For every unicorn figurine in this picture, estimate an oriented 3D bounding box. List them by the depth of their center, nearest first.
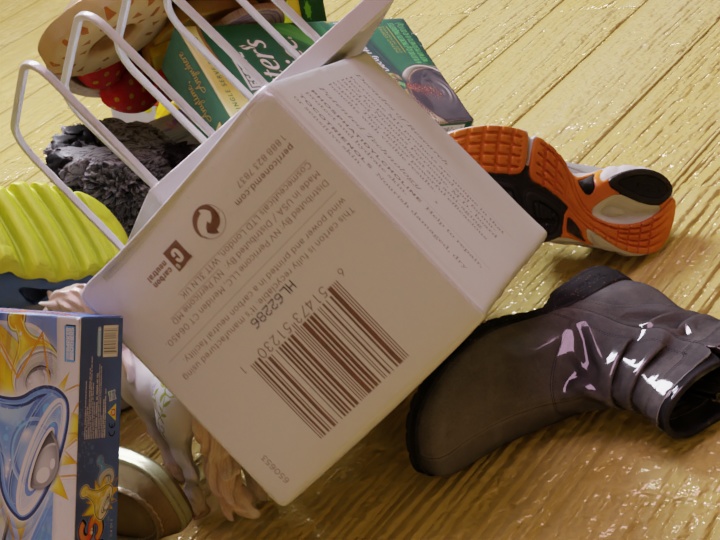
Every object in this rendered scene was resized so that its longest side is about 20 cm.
[{"bbox_3d":[-0.126,0.075,0.984,0.200,0.138,0.074,8,41,46],"label":"unicorn figurine"}]

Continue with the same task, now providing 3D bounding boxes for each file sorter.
[{"bbox_3d":[-0.104,-0.121,0.994,0.200,0.125,0.139,-45,-2,-24],"label":"file sorter"}]

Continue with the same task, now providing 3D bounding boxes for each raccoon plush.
[{"bbox_3d":[-0.159,-0.027,1.183,0.200,0.134,0.097,16,28,23],"label":"raccoon plush"}]

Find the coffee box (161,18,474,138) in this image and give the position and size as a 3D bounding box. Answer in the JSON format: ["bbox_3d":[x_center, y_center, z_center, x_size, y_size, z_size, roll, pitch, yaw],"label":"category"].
[{"bbox_3d":[-0.029,-0.127,1.161,0.200,0.044,0.123,-7,50,-32],"label":"coffee box"}]

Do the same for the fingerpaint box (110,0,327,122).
[{"bbox_3d":[-0.125,-0.179,1.448,0.200,0.167,0.073,-9,9,19],"label":"fingerpaint box"}]

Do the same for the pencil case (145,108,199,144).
[{"bbox_3d":[-0.131,-0.089,1.253,0.200,0.083,0.091,-19,-7,30],"label":"pencil case"}]

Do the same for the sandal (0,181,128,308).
[{"bbox_3d":[-0.246,0.000,1.031,0.200,0.087,0.080,-9,58,-27],"label":"sandal"}]

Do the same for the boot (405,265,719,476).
[{"bbox_3d":[0.132,0.067,0.930,0.200,0.070,0.132,-36,36,-25],"label":"boot"}]

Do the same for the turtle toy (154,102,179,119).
[{"bbox_3d":[-0.099,-0.128,1.354,0.200,0.146,0.101,-53,20,19],"label":"turtle toy"}]

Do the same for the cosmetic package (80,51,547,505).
[{"bbox_3d":[-0.019,-0.004,0.929,0.167,0.166,0.200,-45,-2,20],"label":"cosmetic package"}]

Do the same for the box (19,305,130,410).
[{"bbox_3d":[-0.251,0.067,1.102,0.200,0.119,0.041,-21,24,-9],"label":"box"}]

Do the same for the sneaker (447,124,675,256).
[{"bbox_3d":[0.114,-0.049,1.102,0.200,0.076,0.092,14,-5,-31],"label":"sneaker"}]

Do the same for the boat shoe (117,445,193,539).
[{"bbox_3d":[-0.186,0.147,0.963,0.200,0.073,0.063,-1,37,36],"label":"boat shoe"}]

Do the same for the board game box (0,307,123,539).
[{"bbox_3d":[-0.192,0.121,0.879,0.135,0.201,0.034,2,0,35],"label":"board game box"}]

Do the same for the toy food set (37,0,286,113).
[{"bbox_3d":[-0.135,-0.178,1.181,0.198,0.049,0.200,-23,-18,-6],"label":"toy food set"}]
